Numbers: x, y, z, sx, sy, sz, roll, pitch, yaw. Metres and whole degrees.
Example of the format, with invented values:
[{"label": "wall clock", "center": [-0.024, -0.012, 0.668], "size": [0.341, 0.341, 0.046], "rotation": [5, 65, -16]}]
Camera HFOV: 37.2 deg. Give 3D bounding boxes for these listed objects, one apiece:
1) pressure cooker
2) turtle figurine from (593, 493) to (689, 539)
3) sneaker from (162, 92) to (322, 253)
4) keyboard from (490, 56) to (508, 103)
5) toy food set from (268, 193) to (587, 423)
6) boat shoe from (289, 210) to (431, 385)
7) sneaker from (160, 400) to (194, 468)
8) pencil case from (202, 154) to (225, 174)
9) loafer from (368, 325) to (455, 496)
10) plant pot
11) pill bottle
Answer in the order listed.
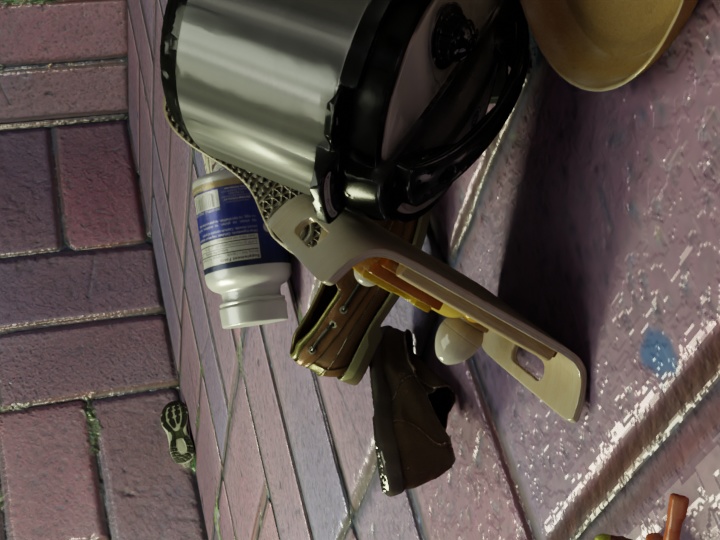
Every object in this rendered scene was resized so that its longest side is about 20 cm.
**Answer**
[{"label": "pressure cooker", "center": [-0.001, -0.124, 0.655], "size": [0.199, 0.178, 0.178], "rotation": [22, 104, 23]}, {"label": "turtle figurine", "center": [0.161, 0.189, 0.539], "size": [0.161, 0.064, 0.202], "rotation": [-151, 46, -79]}, {"label": "sneaker", "center": [-0.065, -0.089, 0.846], "size": [0.070, 0.200, 0.076], "rotation": [-36, 18, 27]}, {"label": "keyboard", "center": [0.011, -0.128, 0.759], "size": [0.198, 0.021, 0.129], "rotation": [2, 105, 28]}, {"label": "toy food set", "center": [0.040, 0.025, 0.698], "size": [0.061, 0.199, 0.143], "rotation": [-59, 24, 6]}, {"label": "boat shoe", "center": [0.000, 0.000, 0.896], "size": [0.072, 0.067, 0.202], "rotation": [-120, 50, -73]}, {"label": "sneaker", "center": [-0.489, 0.445, 2.869], "size": [0.089, 0.076, 0.201], "rotation": [91, 166, -53]}, {"label": "pencil case", "center": [-0.195, -0.140, 1.575], "size": [0.077, 0.089, 0.202], "rotation": [-26, 67, 37]}, {"label": "loafer", "center": [0.046, 0.116, 0.907], "size": [0.201, 0.070, 0.074], "rotation": [-94, -3, -58]}, {"label": "plant pot", "center": [0.130, -0.195, 0.551], "size": [0.200, 0.027, 0.202], "rotation": [173, 90, -74]}, {"label": "pill bottle", "center": [-0.154, -0.028, 1.429], "size": [0.120, 0.118, 0.202], "rotation": [157, 105, -73]}]
